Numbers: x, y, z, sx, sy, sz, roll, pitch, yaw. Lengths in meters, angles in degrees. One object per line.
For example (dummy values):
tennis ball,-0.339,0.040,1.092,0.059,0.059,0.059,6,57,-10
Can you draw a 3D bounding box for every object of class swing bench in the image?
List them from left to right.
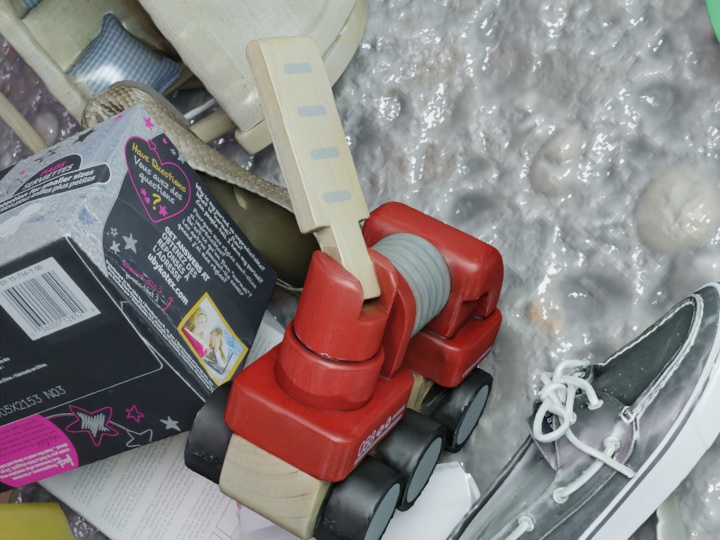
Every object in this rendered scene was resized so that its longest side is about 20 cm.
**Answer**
swing bench,-0.131,-0.162,0.766,0.198,0.199,0.131,-15,41,30

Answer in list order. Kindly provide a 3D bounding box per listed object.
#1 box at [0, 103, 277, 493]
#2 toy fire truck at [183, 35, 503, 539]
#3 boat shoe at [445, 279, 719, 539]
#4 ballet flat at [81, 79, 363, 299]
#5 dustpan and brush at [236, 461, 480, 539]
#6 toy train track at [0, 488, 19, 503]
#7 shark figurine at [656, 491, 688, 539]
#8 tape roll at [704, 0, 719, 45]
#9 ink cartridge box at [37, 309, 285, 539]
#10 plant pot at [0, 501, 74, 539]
box,-0.168,0.021,0.714,0.199,0.133,0.115,-21,32,28
toy fire truck,0.000,0.000,0.635,0.128,0.176,0.202,26,118,17
boat shoe,0.107,0.079,0.639,0.200,0.068,0.074,-54,14,18
ballet flat,-0.068,-0.031,0.740,0.199,0.046,0.067,36,125,-8
dustpan and brush,0.009,0.213,0.698,0.138,0.057,0.202,-12,65,18
toy train track,-0.200,0.180,0.842,0.201,0.032,0.115,63,147,18
shark figurine,0.218,0.169,0.567,0.090,0.128,0.214,-50,34,-17
tape roll,0.260,-0.150,0.619,0.199,0.048,0.203,-9,73,31
ink cartridge box,-0.081,0.104,0.793,0.199,0.050,0.162,32,96,18
plant pot,-0.252,0.238,0.669,0.195,0.200,0.195,-38,61,16
